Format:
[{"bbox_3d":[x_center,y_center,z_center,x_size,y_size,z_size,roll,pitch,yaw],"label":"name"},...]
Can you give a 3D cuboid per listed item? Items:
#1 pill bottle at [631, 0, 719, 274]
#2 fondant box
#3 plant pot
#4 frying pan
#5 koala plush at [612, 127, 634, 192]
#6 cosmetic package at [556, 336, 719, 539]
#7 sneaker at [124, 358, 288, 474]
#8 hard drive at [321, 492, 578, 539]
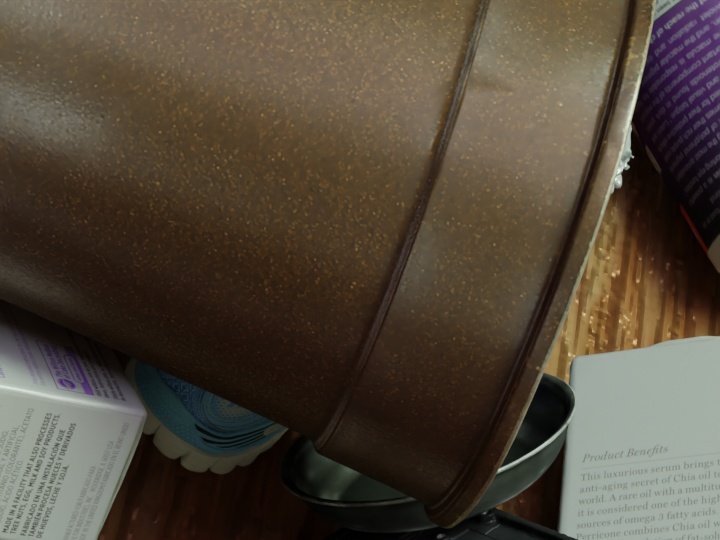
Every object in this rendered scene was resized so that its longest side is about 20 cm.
[{"bbox_3d":[0.181,-0.063,0.994,0.111,0.112,0.201,-18,71,-32],"label":"pill bottle"},{"bbox_3d":[-0.185,0.017,0.746,0.199,0.059,0.144,15,20,-29],"label":"fondant box"},{"bbox_3d":[-0.031,-0.045,0.740,0.197,0.201,0.201,20,55,-4],"label":"plant pot"},{"bbox_3d":[0.030,0.055,0.893,0.190,0.114,0.031,-74,150,-71],"label":"frying pan"},{"bbox_3d":[0.052,-0.133,0.915,0.176,0.183,0.202,16,61,-36],"label":"koala plush"},{"bbox_3d":[0.128,0.128,0.856,0.071,0.101,0.201,51,39,-47],"label":"cosmetic package"},{"bbox_3d":[0.000,0.000,0.884,0.078,0.090,0.200,45,53,4],"label":"sneaker"},{"bbox_3d":[0.041,0.140,0.776,0.139,0.199,0.038,-28,118,-35],"label":"hard drive"}]
